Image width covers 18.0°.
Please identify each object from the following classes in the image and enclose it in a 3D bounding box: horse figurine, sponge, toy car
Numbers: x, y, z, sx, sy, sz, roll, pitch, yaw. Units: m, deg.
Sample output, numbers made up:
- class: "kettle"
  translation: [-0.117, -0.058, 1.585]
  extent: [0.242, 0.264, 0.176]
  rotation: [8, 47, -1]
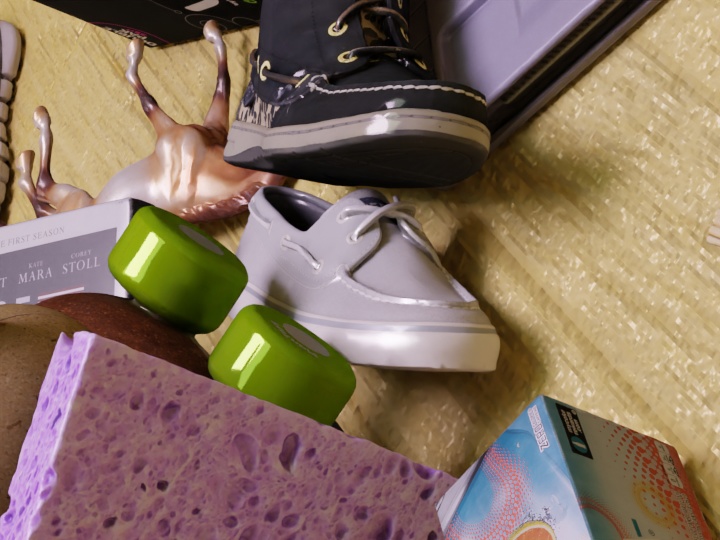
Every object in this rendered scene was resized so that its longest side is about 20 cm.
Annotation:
- class: "horse figurine"
  translation: [-0.121, -0.045, 1.164]
  extent: [0.199, 0.050, 0.133]
  rotation: [-31, 55, 14]
- class: "sponge"
  translation: [-0.033, 0.107, 0.810]
  extent: [0.030, 0.199, 0.112]
  rotation: [0, 69, 59]
- class: "toy car"
  translation: [-0.133, 0.052, 0.849]
  extent: [0.165, 0.200, 0.158]
  rotation: [-56, 47, 7]

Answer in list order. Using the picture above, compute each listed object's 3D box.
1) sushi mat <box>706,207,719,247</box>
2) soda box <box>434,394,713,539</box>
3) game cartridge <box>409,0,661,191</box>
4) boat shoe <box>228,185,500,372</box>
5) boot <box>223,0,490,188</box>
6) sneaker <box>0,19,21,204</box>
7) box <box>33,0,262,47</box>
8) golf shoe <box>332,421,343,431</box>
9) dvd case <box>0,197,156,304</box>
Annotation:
- class: "sushi mat"
  translation: [0.188, -0.032, 0.735]
  extent: [0.200, 0.012, 0.096]
  rotation: [26, 95, 60]
- class: "soda box"
  translation: [0.087, 0.138, 0.727]
  extent: [0.064, 0.068, 0.201]
  rotation: [-49, 36, 28]
- class: "game cartridge"
  translation: [0.080, -0.140, 0.959]
  extent: [0.200, 0.038, 0.130]
  rotation: [-42, 43, 36]
- class: "boat shoe"
  translation: [0.000, 0.000, 0.954]
  extent: [0.200, 0.072, 0.069]
  rotation: [-157, 73, -69]
- class: "boot"
  translation: [0.002, -0.114, 0.952]
  extent: [0.203, 0.073, 0.155]
  rotation: [-177, 97, -68]
- class: "sneaker"
  translation: [-0.279, -0.089, 1.408]
  extent: [0.078, 0.112, 0.201]
  rotation: [-38, 41, 40]
- class: "box"
  translation: [-0.108, -0.205, 1.180]
  extent: [0.200, 0.148, 0.125]
  rotation: [-2, 70, 56]
- class: "golf shoe"
  translation: [-0.049, 0.158, 0.944]
  extent: [0.094, 0.077, 0.201]
  rotation: [144, 142, -68]
- class: "dvd case"
  translation: [-0.154, 0.077, 1.002]
  extent: [0.150, 0.025, 0.201]
  rotation: [-11, 71, 33]
